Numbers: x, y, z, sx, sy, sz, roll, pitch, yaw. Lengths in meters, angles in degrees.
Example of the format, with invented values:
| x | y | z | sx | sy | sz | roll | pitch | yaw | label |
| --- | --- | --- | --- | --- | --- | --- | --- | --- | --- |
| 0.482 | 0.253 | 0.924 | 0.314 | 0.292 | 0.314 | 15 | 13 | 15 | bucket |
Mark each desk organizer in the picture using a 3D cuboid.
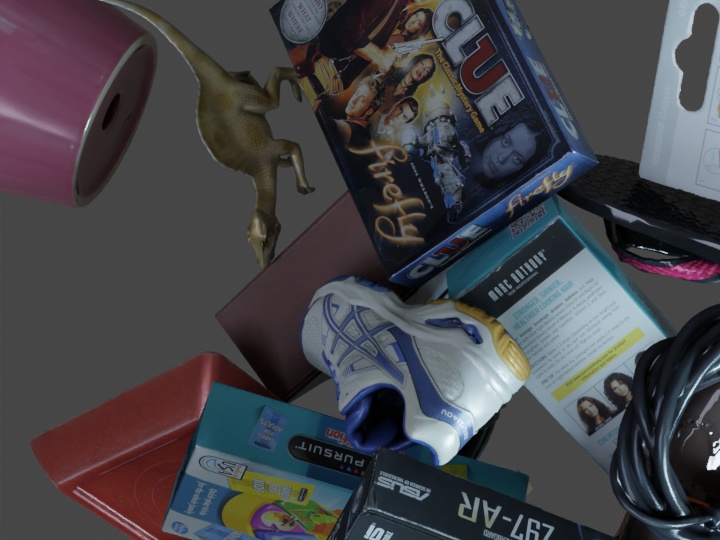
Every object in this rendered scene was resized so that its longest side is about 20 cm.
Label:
| x | y | z | sx | sy | sz | roll | pitch | yaw | label |
| --- | --- | --- | --- | --- | --- | --- | --- | --- | --- |
| 0.000 | 0.000 | 1.084 | 0.200 | 0.072 | 0.077 | -42 | 82 | 35 | desk organizer |

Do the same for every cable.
| x | y | z | sx | sy | sz | roll | pitch | yaw | label |
| --- | --- | --- | --- | --- | --- | --- | --- | --- | --- |
| 0.226 | 0.091 | 0.901 | 0.051 | 0.200 | 0.164 | -136 | 27 | -64 | cable |

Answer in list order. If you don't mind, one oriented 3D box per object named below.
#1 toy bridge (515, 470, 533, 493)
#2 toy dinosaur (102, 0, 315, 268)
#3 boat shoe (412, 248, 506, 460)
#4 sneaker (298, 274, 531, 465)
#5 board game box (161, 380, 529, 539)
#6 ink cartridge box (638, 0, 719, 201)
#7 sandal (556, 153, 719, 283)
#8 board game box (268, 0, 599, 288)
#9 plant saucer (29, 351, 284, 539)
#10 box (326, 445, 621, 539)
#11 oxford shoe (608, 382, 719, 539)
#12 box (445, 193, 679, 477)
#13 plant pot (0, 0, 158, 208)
| x | y | z | sx | sy | sz | roll | pitch | yaw | label |
| --- | --- | --- | --- | --- | --- | --- | --- | --- | --- |
| 0.139 | 0.229 | 1.086 | 0.027 | 0.067 | 0.200 | -37 | 86 | 36 | toy bridge |
| -0.079 | -0.106 | 1.073 | 0.058 | 0.101 | 0.200 | -27 | 92 | 35 | toy dinosaur |
| 0.066 | 0.072 | 1.046 | 0.200 | 0.072 | 0.071 | 100 | 161 | -44 | boat shoe |
| 0.007 | 0.059 | 0.964 | 0.075 | 0.088 | 0.200 | 47 | 160 | -23 | sneaker |
| -0.014 | 0.146 | 1.049 | 0.199 | 0.047 | 0.151 | 17 | 150 | -6 | board game box |
| 0.262 | -0.100 | 0.904 | 0.200 | 0.057 | 0.163 | 23 | 119 | 32 | ink cartridge box |
| 0.190 | -0.014 | 0.961 | 0.200 | 0.075 | 0.045 | 26 | 121 | 18 | sandal |
| 0.038 | -0.110 | 0.979 | 0.135 | 0.035 | 0.200 | -35 | 64 | 24 | board game box |
| -0.101 | 0.153 | 1.161 | 0.199 | 0.037 | 0.200 | -26 | 126 | 36 | plant saucer |
| 0.047 | 0.199 | 0.949 | 0.160 | 0.044 | 0.200 | 22 | 134 | -6 | box |
| 0.183 | 0.143 | 0.942 | 0.071 | 0.073 | 0.200 | 16 | 109 | -7 | oxford shoe |
| 0.144 | 0.054 | 0.974 | 0.082 | 0.049 | 0.200 | -39 | 107 | 14 | box |
| -0.243 | -0.135 | 1.121 | 0.179 | 0.200 | 0.200 | 25 | 120 | 5 | plant pot |
